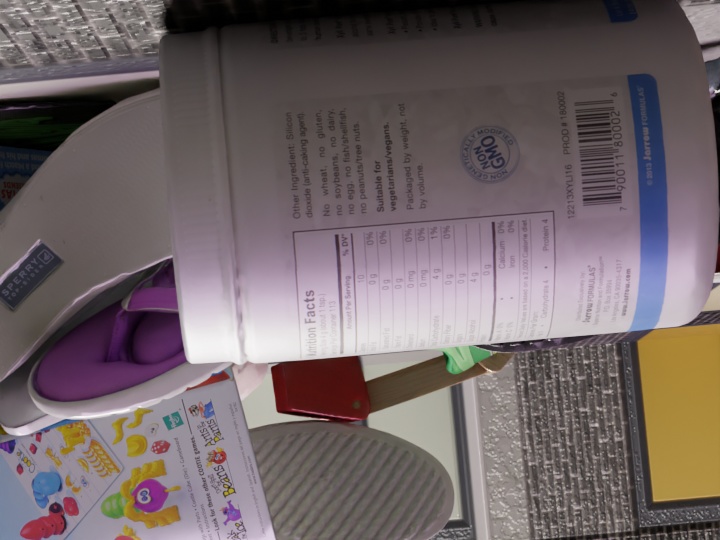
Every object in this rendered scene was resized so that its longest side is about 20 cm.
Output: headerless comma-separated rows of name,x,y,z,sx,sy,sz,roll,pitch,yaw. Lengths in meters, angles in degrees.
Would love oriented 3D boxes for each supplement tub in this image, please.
supplement tub,0.028,-0.035,0.945,0.200,0.132,0.132,-4,174,-2

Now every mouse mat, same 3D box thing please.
mouse mat,-0.212,-0.057,1.138,0.200,0.008,0.161,-5,175,-7

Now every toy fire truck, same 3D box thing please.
toy fire truck,0.050,0.006,1.323,0.200,0.141,0.049,-4,174,-10

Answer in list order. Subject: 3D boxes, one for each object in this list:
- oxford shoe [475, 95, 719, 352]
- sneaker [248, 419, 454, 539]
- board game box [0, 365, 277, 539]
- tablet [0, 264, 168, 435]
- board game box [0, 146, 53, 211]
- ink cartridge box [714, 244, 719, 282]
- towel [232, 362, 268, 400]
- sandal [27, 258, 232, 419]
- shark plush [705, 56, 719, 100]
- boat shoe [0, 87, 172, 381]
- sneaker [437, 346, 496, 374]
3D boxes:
oxford shoe,0.131,-0.023,1.206,0.200,0.073,0.084,-29,-172,0
sneaker,-0.052,0.114,1.325,0.200,0.074,0.082,4,179,-4
board game box,-0.153,0.093,1.184,0.200,0.105,0.103,-15,-149,-5
tablet,-0.140,0.010,1.202,0.130,0.014,0.200,-22,-148,-16
board game box,-0.239,-0.033,1.143,0.151,0.037,0.200,-10,174,34
ink cartridge box,0.268,-0.047,1.239,0.200,0.084,0.176,-10,177,40
towel,-0.152,0.093,1.331,0.191,0.032,0.200,-39,165,8
sandal,-0.061,0.002,1.114,0.203,0.050,0.082,-25,-151,-11
shark plush,0.075,-0.056,1.131,0.200,0.091,0.083,-2,146,37
boat shoe,-0.124,-0.023,1.106,0.201,0.070,0.072,-38,-166,21
sneaker,0.000,0.000,1.227,0.200,0.074,0.084,30,118,-28
